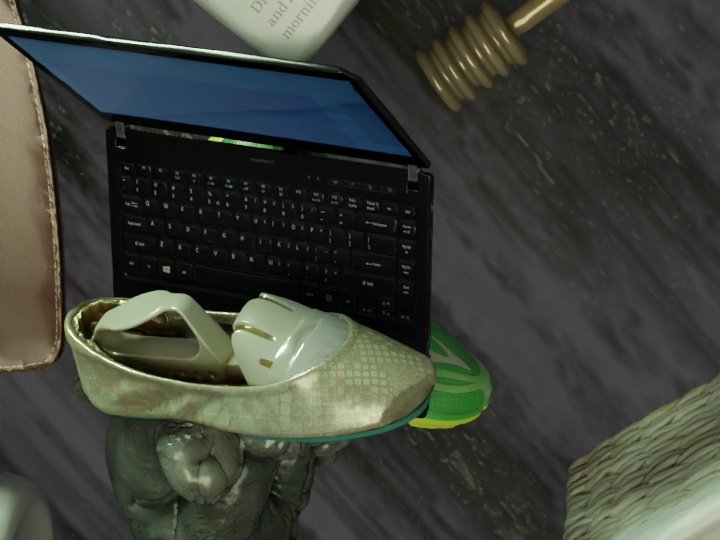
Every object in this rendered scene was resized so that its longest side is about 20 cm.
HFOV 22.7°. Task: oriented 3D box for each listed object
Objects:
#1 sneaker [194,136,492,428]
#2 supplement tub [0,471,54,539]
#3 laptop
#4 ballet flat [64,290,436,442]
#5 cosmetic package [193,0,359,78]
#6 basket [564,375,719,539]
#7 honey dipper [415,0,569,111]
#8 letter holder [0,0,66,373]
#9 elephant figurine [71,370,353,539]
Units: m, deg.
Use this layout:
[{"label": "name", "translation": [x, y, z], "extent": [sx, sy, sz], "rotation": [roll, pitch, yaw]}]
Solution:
[{"label": "sneaker", "translation": [0.000, 0.000, 0.906], "extent": [0.083, 0.074, 0.200], "rotation": [-38, 100, 29]}, {"label": "supplement tub", "translation": [-0.275, 0.175, 0.957], "extent": [0.198, 0.145, 0.146], "rotation": [4, 108, 5]}, {"label": "laptop", "translation": [-0.064, -0.019, 0.829], "extent": [0.176, 0.103, 0.202], "rotation": [10, 114, 22]}, {"label": "ballet flat", "translation": [-0.061, 0.041, 0.835], "extent": [0.198, 0.068, 0.063], "rotation": [-2, 128, 32]}, {"label": "cosmetic package", "translation": [-0.048, -0.222, 0.795], "extent": [0.200, 0.165, 0.165], "rotation": [39, 107, -8]}, {"label": "basket", "translation": [0.224, 0.158, 0.885], "extent": [0.199, 0.161, 0.199], "rotation": [-32, 102, 14]}, {"label": "honey dipper", "translation": [0.117, -0.148, 0.872], "extent": [0.199, 0.038, 0.038], "rotation": [-34, 102, 12]}, {"label": "letter holder", "translation": [-0.213, -0.057, 0.901], "extent": [0.141, 0.101, 0.202], "rotation": [-4, 108, 5]}, {"label": "elephant figurine", "translation": [-0.071, 0.161, 0.933], "extent": [0.140, 0.155, 0.202], "rotation": [-2, 100, -17]}]
